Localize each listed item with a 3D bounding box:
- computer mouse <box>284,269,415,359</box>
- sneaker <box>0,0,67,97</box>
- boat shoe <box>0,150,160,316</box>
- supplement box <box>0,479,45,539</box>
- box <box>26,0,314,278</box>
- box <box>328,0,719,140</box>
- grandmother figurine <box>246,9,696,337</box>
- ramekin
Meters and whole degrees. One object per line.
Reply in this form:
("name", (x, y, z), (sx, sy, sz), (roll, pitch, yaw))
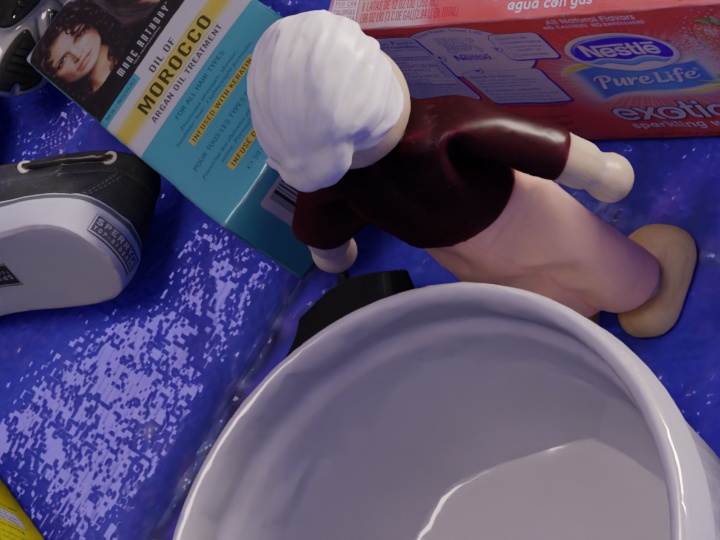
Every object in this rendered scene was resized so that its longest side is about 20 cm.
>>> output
("computer mouse", (0.000, 0.000, 0.871), (0.059, 0.034, 0.201), (-30, 46, 31))
("sneaker", (-0.161, -0.165, 1.061), (0.083, 0.080, 0.201), (-25, 46, 46))
("boat shoe", (-0.170, -0.017, 0.989), (0.199, 0.069, 0.057), (-2, 47, 36))
("supplement box", (-0.175, 0.153, 0.870), (0.109, 0.109, 0.200), (-51, 47, 5))
("box", (-0.063, -0.077, 0.923), (0.082, 0.049, 0.200), (-55, 39, 2))
("box", (0.101, -0.110, 0.795), (0.199, 0.103, 0.095), (0, 68, 39))
("grandmother figurine", (0.029, -0.027, 0.740), (0.121, 0.200, 0.061), (-26, 54, 24))
("ramekin", (0.042, 0.114, 0.724), (0.200, 0.105, 0.201), (-18, 58, 31))
